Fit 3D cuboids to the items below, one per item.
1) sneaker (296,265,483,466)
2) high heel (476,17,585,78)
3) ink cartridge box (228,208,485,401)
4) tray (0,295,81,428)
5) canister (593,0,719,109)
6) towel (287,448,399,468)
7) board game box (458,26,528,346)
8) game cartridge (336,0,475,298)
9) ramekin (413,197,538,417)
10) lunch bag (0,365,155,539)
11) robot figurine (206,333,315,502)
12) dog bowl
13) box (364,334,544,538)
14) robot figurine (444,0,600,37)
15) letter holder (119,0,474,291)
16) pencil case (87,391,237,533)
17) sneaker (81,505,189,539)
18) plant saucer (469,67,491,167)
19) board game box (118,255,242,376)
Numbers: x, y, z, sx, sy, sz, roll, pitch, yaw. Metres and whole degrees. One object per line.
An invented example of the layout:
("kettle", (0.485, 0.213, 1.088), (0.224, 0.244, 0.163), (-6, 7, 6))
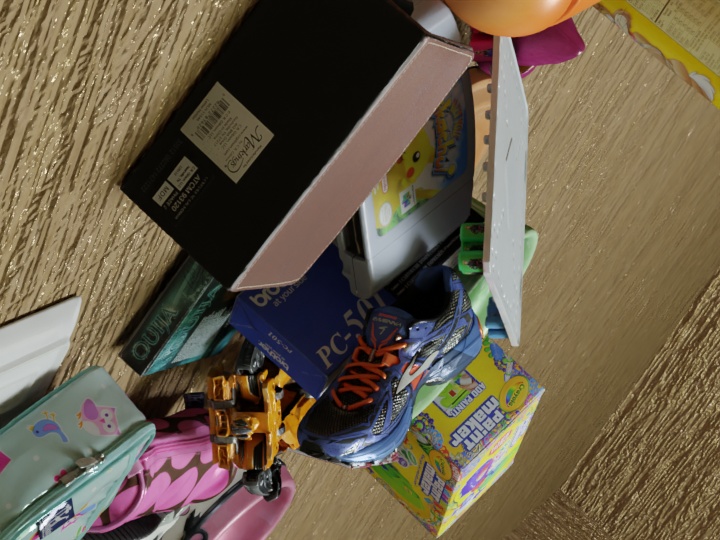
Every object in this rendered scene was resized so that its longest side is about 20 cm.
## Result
("sneaker", (0.016, 0.065, 1.335), (0.200, 0.075, 0.079), (-47, 138, -40))
("high heel", (0.142, -0.172, 1.483), (0.067, 0.096, 0.200), (-48, 165, 2))
("ink cartridge box", (0.000, 0.000, 1.417), (0.200, 0.094, 0.044), (-43, 168, -30))
("tray", (-0.254, 0.085, 1.165), (0.200, 0.022, 0.108), (-27, 155, -54))
("canister", (0.249, -0.225, 1.448), (0.148, 0.200, 0.087), (-29, 156, -50))
("towel", (-0.048, 0.148, 1.663), (0.200, 0.143, 0.023), (17, 87, -78))
("board game box", (0.101, -0.065, 1.384), (0.200, 0.026, 0.202), (58, 34, -69))
("game cartridge", (0.030, -0.092, 1.337), (0.133, 0.040, 0.201), (-42, 139, -36))
("ramekin", (0.053, 0.021, 1.562), (0.200, 0.097, 0.200), (-50, 166, -17))
("lunch bag", (-0.225, 0.155, 1.265), (0.160, 0.077, 0.200), (-33, 170, -38))
("robot figurine", (-0.076, 0.101, 1.486), (0.200, 0.058, 0.146), (-40, 128, -72))
("dog bowl", (-0.143, 0.238, 1.755), (0.200, 0.074, 0.200), (-43, 165, -15))
("box", (0.059, 0.127, 1.812), (0.122, 0.192, 0.200), (-41, 163, -22))
("robot figurine", (0.125, -0.228, 1.258), (0.200, 0.143, 0.117), (-32, 142, -45))
("letter holder", (-0.034, -0.096, 1.181), (0.200, 0.100, 0.142), (-51, 167, 13))
("pencil case", (-0.165, 0.152, 1.456), (0.093, 0.091, 0.200), (-15, 178, 20))
("sneaker", (-0.208, 0.220, 1.523), (0.089, 0.074, 0.200), (-53, 164, 13))
("plant saucer", (0.055, -0.086, 1.581), (0.200, 0.032, 0.201), (-45, 165, -15))
("board game box", (-0.087, -0.012, 1.367), (0.200, 0.028, 0.135), (-53, 166, 17))
